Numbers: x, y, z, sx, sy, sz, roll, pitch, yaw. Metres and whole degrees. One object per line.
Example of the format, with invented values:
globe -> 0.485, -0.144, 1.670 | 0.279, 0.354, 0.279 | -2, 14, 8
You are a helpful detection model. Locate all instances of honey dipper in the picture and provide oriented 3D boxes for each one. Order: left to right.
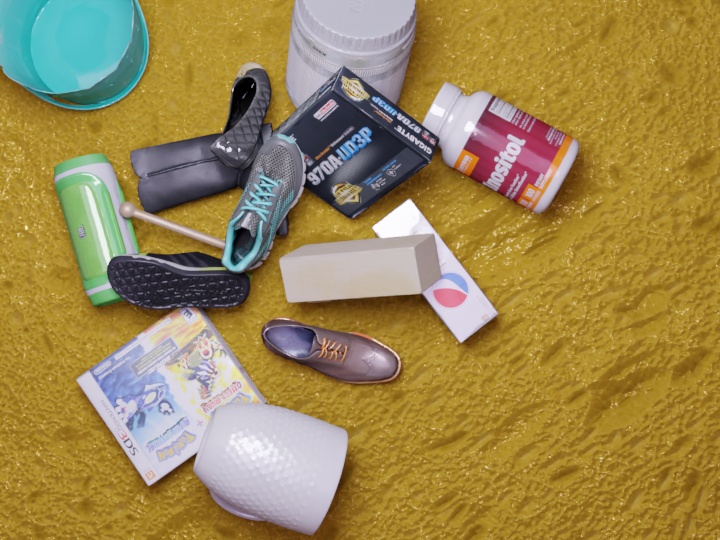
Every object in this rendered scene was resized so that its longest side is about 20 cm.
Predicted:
honey dipper -> -0.236, -0.051, 1.493 | 0.199, 0.038, 0.038 | 19, 90, -10

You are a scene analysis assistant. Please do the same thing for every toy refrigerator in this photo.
toy refrigerator -> 0.000, 0.000, 1.442 | 0.199, 0.076, 0.070 | -4, 104, 26

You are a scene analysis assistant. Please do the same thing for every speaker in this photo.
speaker -> -0.360, -0.055, 1.498 | 0.088, 0.088, 0.201 | -17, 88, 2

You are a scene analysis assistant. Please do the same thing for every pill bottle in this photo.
pill bottle -> 0.183, -0.169, 1.460 | 0.200, 0.113, 0.113 | 28, 90, 4

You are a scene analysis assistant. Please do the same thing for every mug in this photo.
mug -> -0.133, 0.269, 1.449 | 0.175, 0.148, 0.200 | 21, 131, -9

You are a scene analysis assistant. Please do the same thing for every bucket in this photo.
bucket -> -0.389, -0.324, 1.481 | 0.206, 0.135, 0.208 | 0, 89, 4

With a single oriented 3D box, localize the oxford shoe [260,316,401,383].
oxford shoe -> -0.042, 0.114, 1.483 | 0.199, 0.073, 0.072 | 12, 89, 3

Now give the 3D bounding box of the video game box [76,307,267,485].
video game box -> -0.263, 0.168, 1.508 | 0.200, 0.047, 0.182 | -36, 90, 1

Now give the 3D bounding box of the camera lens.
camera lens -> -0.014, -0.293, 1.417 | 0.159, 0.200, 0.160 | 4, 61, -6

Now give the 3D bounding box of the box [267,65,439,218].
box -> -0.016, -0.161, 1.414 | 0.159, 0.200, 0.046 | 35, 55, -18

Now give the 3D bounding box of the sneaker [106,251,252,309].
sneaker -> -0.246, 0.010, 1.481 | 0.199, 0.083, 0.072 | 10, 112, -17

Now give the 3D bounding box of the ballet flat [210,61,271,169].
ballet flat -> -0.160, -0.218, 1.459 | 0.066, 0.200, 0.057 | -32, 128, 33

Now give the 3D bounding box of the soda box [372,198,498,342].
soda box -> 0.102, 0.001, 1.485 | 0.068, 0.064, 0.200 | -38, 88, 2

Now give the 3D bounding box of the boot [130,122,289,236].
boot -> -0.207, -0.110, 1.500 | 0.199, 0.066, 0.165 | -11, 80, -1

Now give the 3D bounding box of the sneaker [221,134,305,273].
sneaker -> -0.129, -0.079, 1.414 | 0.077, 0.091, 0.200 | 21, 110, 2
